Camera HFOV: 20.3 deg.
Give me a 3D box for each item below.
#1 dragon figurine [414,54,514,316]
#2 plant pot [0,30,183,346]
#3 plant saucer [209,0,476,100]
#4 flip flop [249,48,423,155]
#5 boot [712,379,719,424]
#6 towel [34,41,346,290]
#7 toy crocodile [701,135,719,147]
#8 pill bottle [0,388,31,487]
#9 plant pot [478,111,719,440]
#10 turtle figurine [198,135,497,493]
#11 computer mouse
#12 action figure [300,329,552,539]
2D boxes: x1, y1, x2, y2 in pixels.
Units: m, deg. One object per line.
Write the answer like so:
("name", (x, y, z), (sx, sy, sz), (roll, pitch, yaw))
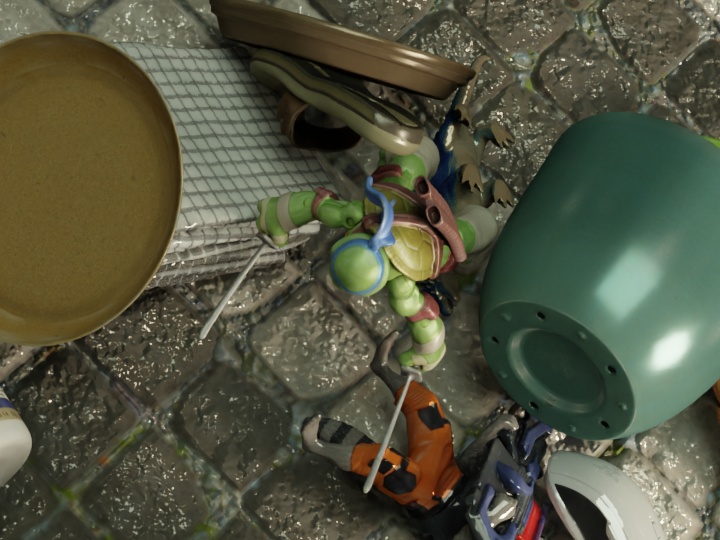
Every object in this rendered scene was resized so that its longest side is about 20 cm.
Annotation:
("dragon figurine", (0.060, -0.069, 1.475), (0.059, 0.099, 0.202), (21, 51, -34))
("plant pot", (-0.197, -0.051, 1.287), (0.198, 0.027, 0.202), (-2, 83, 21))
("plant saucer", (-0.015, -0.157, 1.442), (0.198, 0.200, 0.030), (15, 95, -10))
("flip flop", (-0.023, -0.104, 1.355), (0.080, 0.200, 0.058), (13, 103, -32))
("boot", (0.354, 0.104, 1.479), (0.198, 0.077, 0.157), (-22, 90, -11))
("towel", (-0.128, -0.074, 1.387), (0.199, 0.086, 0.166), (-9, 59, -49))
("toy crocodile", (0.271, -0.012, 1.531), (0.067, 0.062, 0.202), (-2, 72, -18))
("pill bottle", (-0.298, 0.056, 1.239), (0.111, 0.111, 0.201), (-29, 75, -26))
("plant pot", (0.174, 0.019, 1.395), (0.200, 0.201, 0.161), (41, 57, 3))
("turtle figurine", (0.000, 0.000, 1.339), (0.143, 0.202, 0.194), (21, 28, 17))
("computer mouse", (0.198, 0.203, 1.383), (0.201, 0.044, 0.110), (56, 30, 3))
("action figure", (0.063, 0.137, 1.398), (0.194, 0.105, 0.200), (46, 32, -1))
